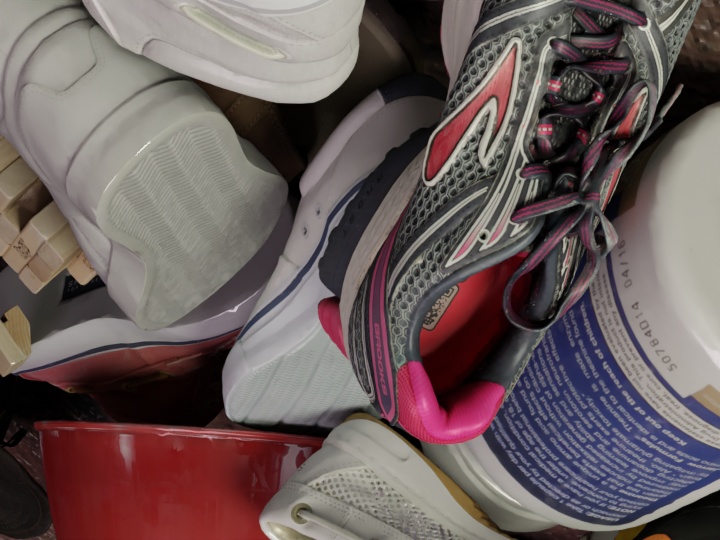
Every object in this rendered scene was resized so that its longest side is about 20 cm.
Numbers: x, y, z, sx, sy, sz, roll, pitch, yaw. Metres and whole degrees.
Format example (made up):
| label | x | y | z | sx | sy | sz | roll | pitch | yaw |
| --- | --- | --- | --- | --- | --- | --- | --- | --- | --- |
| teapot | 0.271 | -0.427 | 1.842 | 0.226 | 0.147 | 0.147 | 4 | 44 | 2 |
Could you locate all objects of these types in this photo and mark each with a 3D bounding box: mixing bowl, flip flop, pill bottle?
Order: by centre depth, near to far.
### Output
| label | x | y | z | sx | sy | sz | roll | pitch | yaw |
| --- | --- | --- | --- | --- | --- | --- | --- | --- | --- |
| pill bottle | 0.099 | 0.027 | 0.732 | 0.111 | 0.111 | 0.200 | 35 | 148 | -9 |
| flip flop | -0.050 | -0.056 | 0.781 | 0.081 | 0.058 | 0.200 | 41 | 142 | -19 |
| mixing bowl | -0.048 | 0.128 | 0.914 | 0.200 | 0.109 | 0.200 | 4 | 172 | 1 |

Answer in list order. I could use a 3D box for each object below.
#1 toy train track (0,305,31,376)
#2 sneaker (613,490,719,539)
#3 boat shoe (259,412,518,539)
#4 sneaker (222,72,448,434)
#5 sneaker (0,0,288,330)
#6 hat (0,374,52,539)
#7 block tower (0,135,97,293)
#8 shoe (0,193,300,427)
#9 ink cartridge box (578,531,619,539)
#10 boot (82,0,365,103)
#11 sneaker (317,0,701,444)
| label | x | y | z | sx | sy | sz | roll | pitch | yaw |
| --- | --- | --- | --- | --- | --- | --- | --- | --- | --- |
| toy train track | -0.195 | -0.047 | 0.899 | 0.200 | 0.033 | 0.115 | 56 | 155 | 3 |
| sneaker | 0.180 | 0.104 | 0.744 | 0.200 | 0.090 | 0.070 | -13 | 107 | 25 |
| boat shoe | 0.040 | 0.132 | 0.753 | 0.200 | 0.069 | 0.071 | 35 | 156 | 39 |
| sneaker | 0.000 | 0.000 | 0.776 | 0.073 | 0.071 | 0.200 | 11 | 149 | -19 |
| sneaker | -0.090 | -0.052 | 0.708 | 0.116 | 0.074 | 0.200 | 46 | 170 | 13 |
| hat | -0.223 | 0.054 | 1.066 | 0.200 | 0.081 | 0.201 | 25 | 157 | 12 |
| block tower | -0.160 | -0.081 | 0.795 | 0.200 | 0.054 | 0.058 | 48 | 154 | -3 |
| shoe | -0.072 | 0.019 | 0.909 | 0.200 | 0.072 | 0.091 | -15 | 145 | 40 |
| ink cartridge box | 0.164 | 0.207 | 0.853 | 0.200 | 0.146 | 0.084 | 17 | 159 | 29 |
| boot | -0.088 | -0.109 | 0.587 | 0.200 | 0.074 | 0.096 | 30 | 159 | 11 |
| sneaker | 0.058 | -0.039 | 0.630 | 0.080 | 0.075 | 0.200 | 15 | 113 | -24 |
